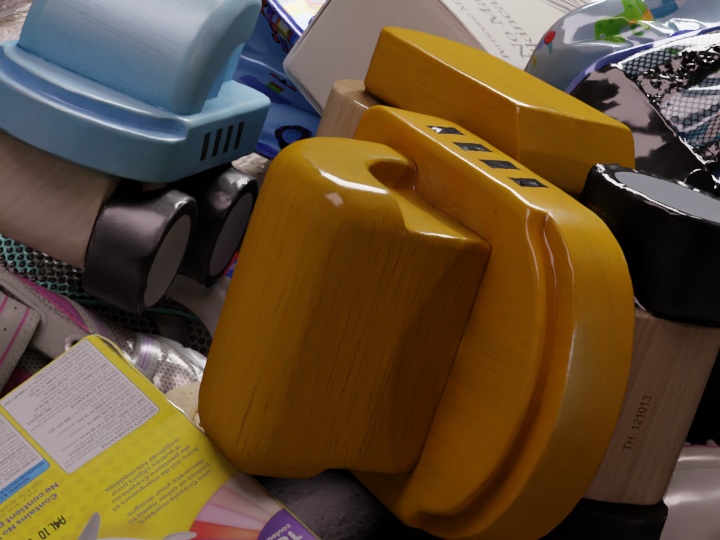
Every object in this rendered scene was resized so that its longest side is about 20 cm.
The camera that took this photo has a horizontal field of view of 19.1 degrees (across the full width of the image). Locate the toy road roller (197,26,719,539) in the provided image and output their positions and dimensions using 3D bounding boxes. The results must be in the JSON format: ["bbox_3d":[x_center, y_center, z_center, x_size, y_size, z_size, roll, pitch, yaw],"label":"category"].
[{"bbox_3d":[0.011,0.004,0.634,0.145,0.124,0.200,10,16,-34],"label":"toy road roller"}]

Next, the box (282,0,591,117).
[{"bbox_3d":[0.065,-0.079,0.855,0.082,0.068,0.200,48,27,21],"label":"box"}]

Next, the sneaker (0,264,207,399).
[{"bbox_3d":[-0.127,0.042,0.771,0.199,0.082,0.088,25,1,15],"label":"sneaker"}]

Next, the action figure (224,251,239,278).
[{"bbox_3d":[0.000,0.000,0.850,0.065,0.099,0.200,8,27,-33],"label":"action figure"}]

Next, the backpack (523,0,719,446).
[{"bbox_3d":[0.148,-0.023,0.778,0.199,0.184,0.147,-15,52,-22],"label":"backpack"}]

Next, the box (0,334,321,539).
[{"bbox_3d":[-0.060,0.106,0.569,0.117,0.049,0.200,-37,41,-15],"label":"box"}]

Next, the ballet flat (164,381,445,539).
[{"bbox_3d":[0.004,0.085,0.654,0.066,0.057,0.200,-40,52,-22],"label":"ballet flat"}]

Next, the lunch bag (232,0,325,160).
[{"bbox_3d":[0.011,-0.068,0.932,0.200,0.094,0.150,40,21,34],"label":"lunch bag"}]

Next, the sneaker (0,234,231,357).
[{"bbox_3d":[-0.143,0.019,0.861,0.199,0.078,0.091,16,47,21],"label":"sneaker"}]

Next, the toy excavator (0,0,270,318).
[{"bbox_3d":[-0.066,-0.103,0.813,0.099,0.201,0.194,25,16,11],"label":"toy excavator"}]

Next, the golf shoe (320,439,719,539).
[{"bbox_3d":[0.065,0.118,0.699,0.199,0.076,0.092,-16,42,-2],"label":"golf shoe"}]
